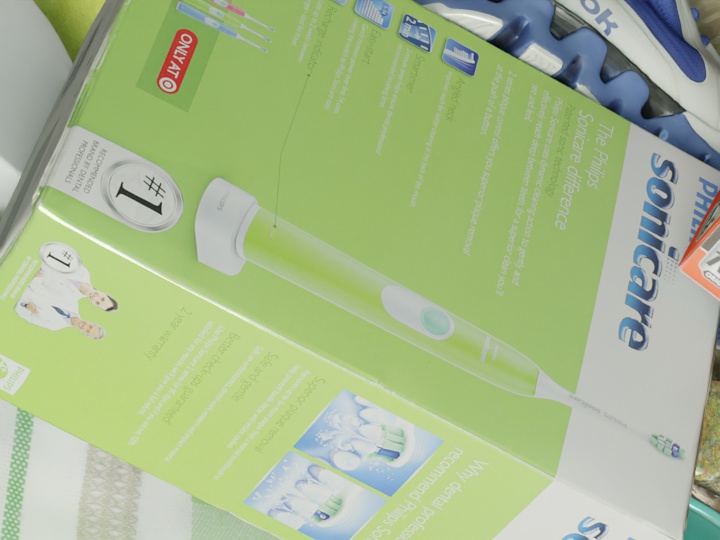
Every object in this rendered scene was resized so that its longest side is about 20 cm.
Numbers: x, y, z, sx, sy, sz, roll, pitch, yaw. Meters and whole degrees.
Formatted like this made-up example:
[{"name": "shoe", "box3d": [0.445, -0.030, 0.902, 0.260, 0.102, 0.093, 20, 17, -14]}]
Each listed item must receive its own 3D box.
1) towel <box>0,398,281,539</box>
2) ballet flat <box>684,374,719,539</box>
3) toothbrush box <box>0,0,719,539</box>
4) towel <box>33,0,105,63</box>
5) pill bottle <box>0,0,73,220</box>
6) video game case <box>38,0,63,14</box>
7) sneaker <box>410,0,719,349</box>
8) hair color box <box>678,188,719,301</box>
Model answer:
[{"name": "towel", "box3d": [-0.099, 0.046, 0.683, 0.200, 0.031, 0.149, 16, 52, -23]}, {"name": "ballet flat", "box3d": [0.055, 0.030, 0.837, 0.200, 0.071, 0.071, 24, 94, 1]}, {"name": "toothbrush box", "box3d": [0.000, 0.000, 0.709, 0.200, 0.146, 0.086, 26, 137, -11]}, {"name": "towel", "box3d": [-0.095, -0.112, 0.830, 0.086, 0.018, 0.200, 30, 95, 5]}, {"name": "pill bottle", "box3d": [-0.190, -0.023, 0.785, 0.200, 0.112, 0.112, -26, 92, 22]}, {"name": "video game case", "box3d": [-0.129, -0.116, 0.850, 0.200, 0.024, 0.182, 29, 94, -1]}, {"name": "sneaker", "box3d": [0.096, -0.066, 0.809, 0.199, 0.081, 0.115, 34, 50, -25]}, {"name": "hair color box", "box3d": [0.179, -0.038, 0.758, 0.101, 0.200, 0.061, 38, 128, 0]}]
